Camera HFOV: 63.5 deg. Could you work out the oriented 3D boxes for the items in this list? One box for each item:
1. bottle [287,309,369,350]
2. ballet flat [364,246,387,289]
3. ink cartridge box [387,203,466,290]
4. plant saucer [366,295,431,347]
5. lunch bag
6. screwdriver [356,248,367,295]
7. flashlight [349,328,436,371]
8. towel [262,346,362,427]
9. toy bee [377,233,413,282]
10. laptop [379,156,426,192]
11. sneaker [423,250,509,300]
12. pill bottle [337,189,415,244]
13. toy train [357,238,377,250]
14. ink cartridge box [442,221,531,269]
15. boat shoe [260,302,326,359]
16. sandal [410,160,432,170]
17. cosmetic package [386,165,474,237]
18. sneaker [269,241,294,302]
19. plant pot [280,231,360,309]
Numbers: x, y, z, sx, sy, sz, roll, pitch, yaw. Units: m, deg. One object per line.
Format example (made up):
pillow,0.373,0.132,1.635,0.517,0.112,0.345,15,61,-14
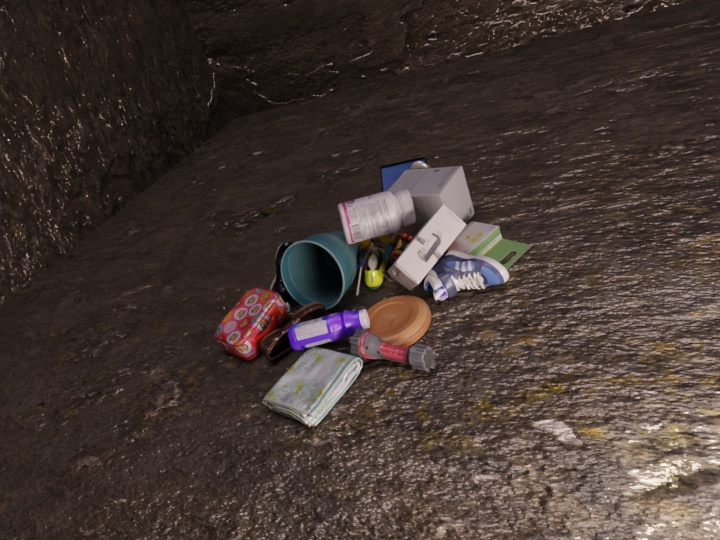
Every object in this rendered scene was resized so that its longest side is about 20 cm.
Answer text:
bottle,-0.076,0.142,1.424,0.197,0.066,0.083,-16,-1,12
ballet flat,0.043,-0.027,1.666,0.066,0.068,0.201,-7,32,11
ink cartridge box,0.167,-0.056,1.494,0.200,0.085,0.146,-48,-2,-9
plant saucer,0.076,0.125,1.435,0.197,0.033,0.201,-18,31,11
lunch bag,-0.290,0.143,1.593,0.175,0.082,0.201,9,54,46
screwdriver,0.000,0.000,1.585,0.027,0.029,0.201,-1,32,7
flashlight,0.069,0.176,1.301,0.198,0.069,0.067,6,13,39
towel,-0.111,0.258,1.339,0.170,0.049,0.200,8,42,42
toy bee,0.118,-0.060,1.624,0.129,0.110,0.201,15,29,-25
laptop,0.134,-0.278,1.966,0.175,0.104,0.201,-8,33,26
sneaker,0.247,0.033,1.425,0.199,0.081,0.147,20,59,46
pill bottle,0.044,-0.150,1.590,0.197,0.115,0.114,-15,29,-2
toy train,0.005,-0.088,1.813,0.198,0.056,0.150,-25,16,6
ink cartridge box,0.329,-0.062,1.541,0.145,0.048,0.199,-38,30,-25
boat shoe,-0.167,0.161,1.513,0.199,0.071,0.070,-38,24,-8
sandal,0.219,-0.288,1.827,0.081,0.202,0.050,-1,61,36
cosmetic package,0.202,-0.191,1.715,0.198,0.168,0.168,3,38,37
sneaker,-0.212,0.019,1.676,0.074,0.203,0.088,5,29,-17
plant pot,-0.092,-0.018,1.640,0.197,0.203,0.188,-5,19,29
